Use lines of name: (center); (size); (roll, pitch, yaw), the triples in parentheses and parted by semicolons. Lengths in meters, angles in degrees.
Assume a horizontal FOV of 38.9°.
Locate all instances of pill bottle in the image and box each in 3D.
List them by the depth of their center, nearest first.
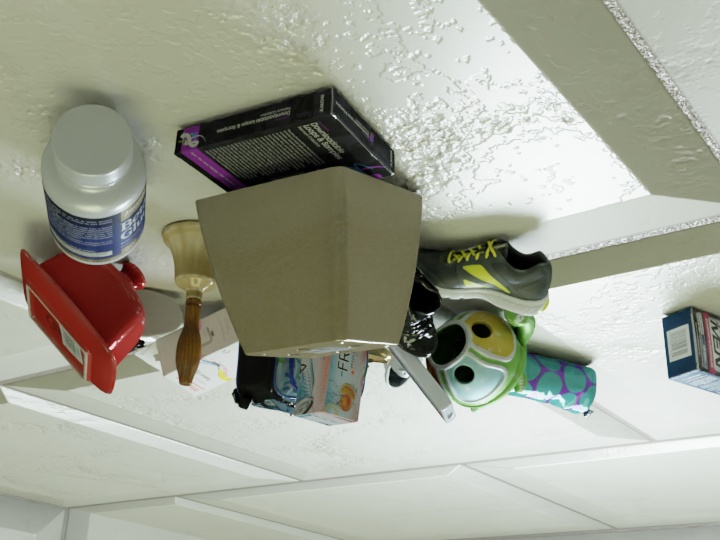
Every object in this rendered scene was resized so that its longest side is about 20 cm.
pill bottle: (-0.288, -0.093, 1.108); (0.109, 0.113, 0.200); (7, 157, -10)

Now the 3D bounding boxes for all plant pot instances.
plant pot: (-0.050, 0.004, 1.163); (0.198, 0.180, 0.199); (-9, 169, 29)

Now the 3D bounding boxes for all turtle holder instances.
turtle holder: (0.181, 0.125, 1.524); (0.184, 0.143, 0.131); (-14, 151, 36)

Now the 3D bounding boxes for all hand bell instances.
hand bell: (-0.218, 0.049, 1.316); (0.103, 0.203, 0.104); (3, 157, 1)

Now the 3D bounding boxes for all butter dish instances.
butter dish: (-0.363, 0.044, 1.412); (0.200, 0.147, 0.200); (48, 153, 7)

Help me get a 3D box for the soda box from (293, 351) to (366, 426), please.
soda box: (-0.034, 0.102, 1.368); (0.063, 0.203, 0.068); (22, 155, -34)

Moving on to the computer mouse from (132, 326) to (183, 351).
computer mouse: (-0.318, 0.109, 1.619); (0.198, 0.034, 0.059); (-5, 156, -35)

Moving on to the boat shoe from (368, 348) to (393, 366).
boat shoe: (-0.038, 0.134, 1.633); (0.197, 0.063, 0.073); (3, 155, 24)

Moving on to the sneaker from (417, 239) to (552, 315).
sneaker: (0.157, -0.009, 1.331); (0.197, 0.075, 0.085); (12, 125, 1)

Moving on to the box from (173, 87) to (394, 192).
box: (-0.080, -0.128, 1.103); (0.198, 0.037, 0.143); (-8, 155, 27)

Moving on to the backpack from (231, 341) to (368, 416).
backpack: (-0.070, 0.120, 1.486); (0.146, 0.186, 0.199); (-13, 157, 35)

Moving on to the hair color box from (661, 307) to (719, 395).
hair color box: (0.550, 0.132, 1.550); (0.198, 0.101, 0.060); (17, 152, -31)

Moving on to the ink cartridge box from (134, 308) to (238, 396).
ink cartridge box: (-0.239, 0.132, 1.597); (0.198, 0.068, 0.117); (-24, 152, 8)

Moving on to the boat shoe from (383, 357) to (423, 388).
boat shoe: (0.073, 0.141, 1.660); (0.071, 0.069, 0.200); (9, 156, -14)

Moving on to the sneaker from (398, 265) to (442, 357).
sneaker: (0.067, 0.048, 1.311); (0.104, 0.060, 0.201); (22, 148, 55)

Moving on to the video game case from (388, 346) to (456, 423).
video game case: (0.069, 0.130, 1.482); (0.023, 0.201, 0.182); (-38, 165, -3)

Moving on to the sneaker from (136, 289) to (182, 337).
sneaker: (-0.370, 0.071, 1.568); (0.197, 0.075, 0.116); (1, 171, -6)

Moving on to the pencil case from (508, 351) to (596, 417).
pencil case: (0.306, 0.190, 1.727); (0.198, 0.086, 0.093); (16, 125, -26)
